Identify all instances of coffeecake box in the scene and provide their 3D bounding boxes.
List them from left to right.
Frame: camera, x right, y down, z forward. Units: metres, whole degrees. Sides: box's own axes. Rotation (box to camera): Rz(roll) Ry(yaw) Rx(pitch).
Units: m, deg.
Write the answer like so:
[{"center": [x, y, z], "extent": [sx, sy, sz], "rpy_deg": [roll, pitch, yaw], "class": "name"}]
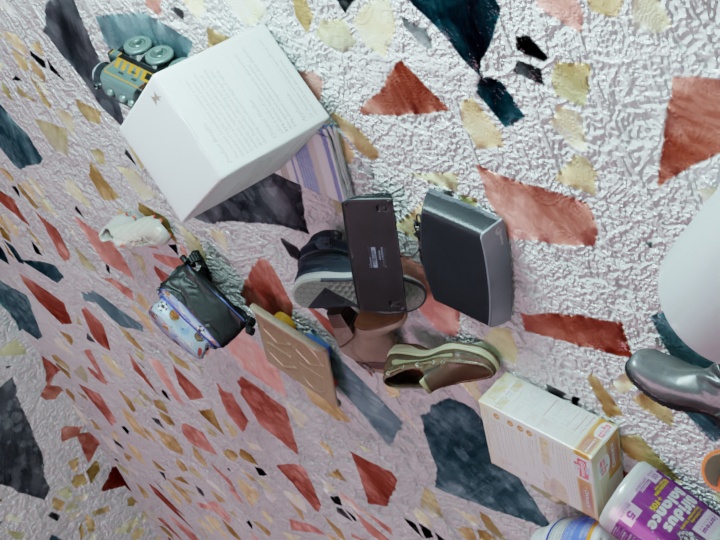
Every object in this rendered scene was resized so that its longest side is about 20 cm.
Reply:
[{"center": [0.283, 0.259, 1.751], "extent": [0.200, 0.073, 0.154], "rpy_deg": [25, 146, 36], "class": "coffeecake box"}]

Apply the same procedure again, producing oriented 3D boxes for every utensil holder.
[{"center": [0.395, -0.015, 1.129], "extent": [0.170, 0.170, 0.200], "rpy_deg": [41, 155, 11], "class": "utensil holder"}]

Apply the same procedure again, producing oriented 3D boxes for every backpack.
[{"center": [-0.314, 0.079, 2.283], "extent": [0.200, 0.154, 0.190], "rpy_deg": [50, 174, -4], "class": "backpack"}]

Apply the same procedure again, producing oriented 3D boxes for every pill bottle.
[{"center": [0.351, 0.442, 1.857], "extent": [0.112, 0.112, 0.200], "rpy_deg": [50, 152, -7], "class": "pill bottle"}, {"center": [0.439, 0.362, 1.624], "extent": [0.200, 0.112, 0.112], "rpy_deg": [35, 151, 21], "class": "pill bottle"}]

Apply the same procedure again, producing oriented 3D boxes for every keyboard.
[{"center": [0.046, -0.023, 1.702], "extent": [0.127, 0.021, 0.200], "rpy_deg": [0, 125, 12], "class": "keyboard"}]

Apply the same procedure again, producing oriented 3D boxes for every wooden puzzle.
[{"center": [-0.113, 0.152, 2.213], "extent": [0.185, 0.046, 0.200], "rpy_deg": [30, 153, 30], "class": "wooden puzzle"}]

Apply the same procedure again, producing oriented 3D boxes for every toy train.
[{"center": [-0.330, -0.294, 1.847], "extent": [0.200, 0.114, 0.085], "rpy_deg": [29, 148, 31], "class": "toy train"}]

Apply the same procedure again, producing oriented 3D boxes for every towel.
[{"center": [-0.096, -0.184, 1.759], "extent": [0.200, 0.024, 0.147], "rpy_deg": [26, 146, 36], "class": "towel"}]

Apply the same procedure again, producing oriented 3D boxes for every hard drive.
[{"center": [0.142, -0.011, 1.623], "extent": [0.135, 0.042, 0.200], "rpy_deg": [26, 146, 31], "class": "hard drive"}]

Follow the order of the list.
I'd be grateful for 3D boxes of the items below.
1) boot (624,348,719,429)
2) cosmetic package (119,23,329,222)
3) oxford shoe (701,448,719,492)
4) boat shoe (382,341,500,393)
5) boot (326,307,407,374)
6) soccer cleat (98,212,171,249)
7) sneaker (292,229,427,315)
[{"center": [0.418, 0.119, 1.393], "extent": [0.200, 0.070, 0.132], "rpy_deg": [25, 145, 16], "class": "boot"}, {"center": [-0.189, -0.203, 1.636], "extent": [0.168, 0.200, 0.166], "rpy_deg": [56, 146, 1], "class": "cosmetic package"}, {"center": [0.518, 0.242, 1.421], "extent": [0.200, 0.073, 0.071], "rpy_deg": [5, 89, 38], "class": "oxford shoe"}, {"center": [0.120, 0.159, 1.814], "extent": [0.202, 0.075, 0.075], "rpy_deg": [-5, 135, 43], "class": "boat shoe"}, {"center": [0.036, 0.114, 1.934], "extent": [0.200, 0.070, 0.146], "rpy_deg": [3, 138, 50], "class": "boot"}, {"center": [-0.447, -0.070, 2.354], "extent": [0.200, 0.078, 0.069], "rpy_deg": [10, 136, 49], "class": "soccer cleat"}, {"center": [0.000, -0.001, 1.817], "extent": [0.202, 0.146, 0.077], "rpy_deg": [5, 122, -3], "class": "sneaker"}]
